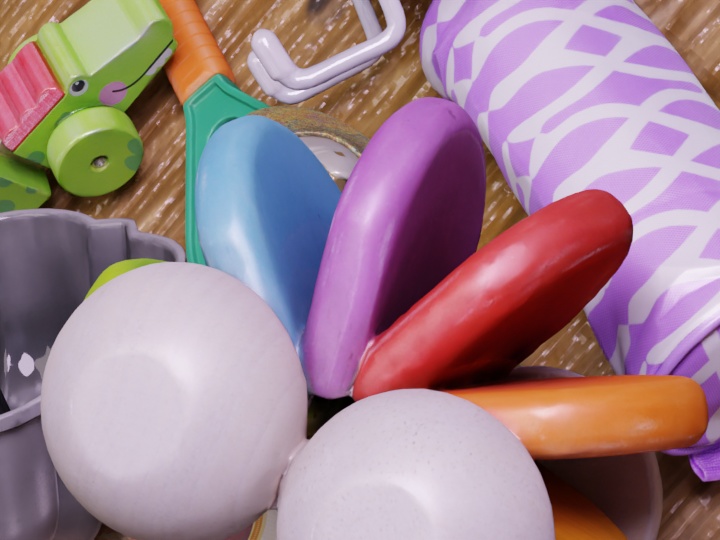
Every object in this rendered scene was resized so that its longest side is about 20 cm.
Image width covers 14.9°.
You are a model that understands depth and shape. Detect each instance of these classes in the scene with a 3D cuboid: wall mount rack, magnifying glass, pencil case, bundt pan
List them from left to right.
[{"bbox_3d":[-0.151,0.050,0.976,0.201,0.201,0.076,12,121,39],"label":"bundt pan"},{"bbox_3d":[-0.053,-0.056,1.103,0.079,0.022,0.201,-40,53,16],"label":"magnifying glass"},{"bbox_3d":[-0.042,-0.150,1.008,0.074,0.200,0.175,-24,92,-2],"label":"wall mount rack"},{"bbox_3d":[0.088,-0.029,0.946,0.201,0.083,0.086,62,144,39],"label":"pencil case"}]

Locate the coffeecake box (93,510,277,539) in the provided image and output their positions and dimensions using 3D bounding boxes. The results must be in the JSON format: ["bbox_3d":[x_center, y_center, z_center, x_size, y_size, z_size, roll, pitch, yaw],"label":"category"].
[{"bbox_3d":[-0.102,0.132,0.965,0.199,0.153,0.074,12,121,39],"label":"coffeecake box"}]

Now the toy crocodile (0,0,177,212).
[{"bbox_3d":[-0.150,-0.045,1.134,0.200,0.062,0.068,-44,51,21],"label":"toy crocodile"}]

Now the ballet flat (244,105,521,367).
[{"bbox_3d":[0.000,0.000,0.991,0.071,0.071,0.200,-44,58,13],"label":"ballet flat"}]

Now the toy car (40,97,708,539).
[{"bbox_3d":[0.013,0.025,0.838,0.199,0.175,0.151,27,102,18],"label":"toy car"}]
